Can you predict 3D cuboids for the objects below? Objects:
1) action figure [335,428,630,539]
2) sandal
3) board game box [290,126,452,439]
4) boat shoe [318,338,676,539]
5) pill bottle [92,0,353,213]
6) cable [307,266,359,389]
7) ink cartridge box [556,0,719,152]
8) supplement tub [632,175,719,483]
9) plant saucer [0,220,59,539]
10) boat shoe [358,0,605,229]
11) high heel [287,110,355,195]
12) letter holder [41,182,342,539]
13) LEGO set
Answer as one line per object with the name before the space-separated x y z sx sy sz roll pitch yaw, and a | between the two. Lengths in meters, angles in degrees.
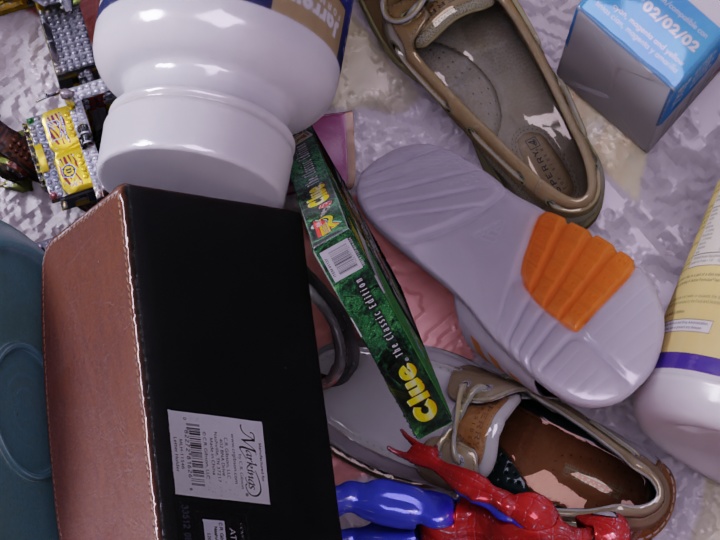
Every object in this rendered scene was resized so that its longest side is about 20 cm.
action figure | 0.031 0.119 1.390 0.198 0.066 0.052 6 37 13
sandal | 0.078 0.007 1.446 0.079 0.059 0.207 -35 50 -16
board game box | 0.000 0.000 1.374 0.023 0.200 0.105 -26 107 2
boat shoe | 0.062 0.080 1.435 0.199 0.068 0.075 17 79 4
pill bottle | -0.063 -0.128 1.379 0.119 0.120 0.201 9 68 1
cable | -0.056 -0.012 1.423 0.096 0.050 0.202 -6 90 18
ink cartridge box | 0.191 -0.167 1.474 0.068 0.115 0.200 40 79 7
supplement tub | 0.231 0.008 1.418 0.145 0.145 0.201 22 78 4
plant saucer | -0.161 0.067 1.338 0.027 0.200 0.202 -12 76 25
boat shoe | 0.061 -0.108 1.483 0.073 0.063 0.201 -28 79 -8
high heel | -0.060 -0.132 1.485 0.095 0.067 0.202 -5 90 -13
letter holder | -0.094 0.084 1.331 0.100 0.142 0.201 8 64 -36
LEGO set | -0.178 -0.082 1.441 0.153 0.116 0.201 -9 77 -4
